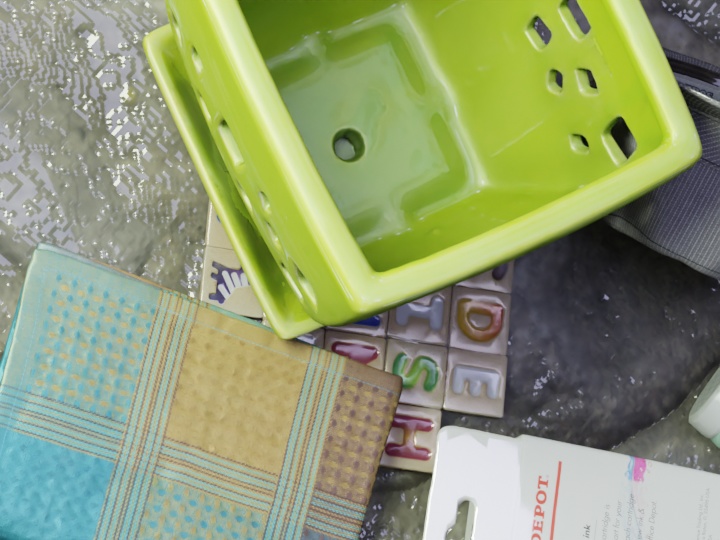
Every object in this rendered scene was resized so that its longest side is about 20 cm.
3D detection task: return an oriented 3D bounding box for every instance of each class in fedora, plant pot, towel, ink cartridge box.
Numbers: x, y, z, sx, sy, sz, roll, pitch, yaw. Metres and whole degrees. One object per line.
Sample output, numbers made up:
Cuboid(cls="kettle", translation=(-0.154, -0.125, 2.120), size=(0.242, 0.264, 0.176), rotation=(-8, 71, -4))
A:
Cuboid(cls="fedora", translation=(0.181, -0.048, 1.378), size=(0.176, 0.200, 0.090), rotation=(24, 102, -3))
Cuboid(cls="plant pot", translation=(0.015, -0.083, 1.315), size=(0.200, 0.181, 0.199), rotation=(-24, 86, -21))
Cuboid(cls="towel", translation=(-0.089, 0.087, 1.335), size=(0.200, 0.022, 0.147), rotation=(20, 75, -11))
Cuboid(cls="ink cartridge box", translation=(0.115, 0.153, 1.364), size=(0.199, 0.067, 0.117), rotation=(13, 74, -16))

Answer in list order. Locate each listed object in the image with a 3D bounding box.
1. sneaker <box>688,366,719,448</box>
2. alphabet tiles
Cuboid(cls="sneaker", translation=(0.278, 0.038, 1.427), size=(0.118, 0.074, 0.201), rotation=(39, 86, 0))
Cuboid(cls="alphabet tiles", translation=(0.000, 0.000, 1.393), size=(0.167, 0.008, 0.201), rotation=(9, 75, -16))
